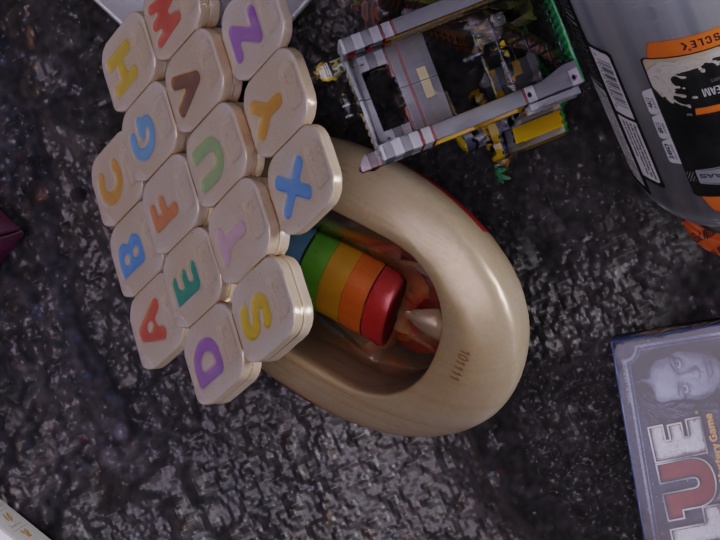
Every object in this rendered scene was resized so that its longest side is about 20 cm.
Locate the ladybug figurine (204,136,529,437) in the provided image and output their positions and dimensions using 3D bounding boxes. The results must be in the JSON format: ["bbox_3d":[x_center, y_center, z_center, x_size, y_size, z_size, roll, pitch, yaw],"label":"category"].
[{"bbox_3d":[0.000,0.000,1.029,0.199,0.072,0.137,31,121,17],"label":"ladybug figurine"}]

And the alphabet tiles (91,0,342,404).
[{"bbox_3d":[-0.077,-0.044,1.008,0.195,0.014,0.202,-40,62,48],"label":"alphabet tiles"}]

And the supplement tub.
[{"bbox_3d":[0.160,-0.105,0.936,0.122,0.123,0.201,-21,132,12],"label":"supplement tub"}]

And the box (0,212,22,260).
[{"bbox_3d":[-0.312,-0.014,1.081,0.200,0.097,0.176,40,101,4],"label":"box"}]

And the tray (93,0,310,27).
[{"bbox_3d":[-0.111,-0.187,1.071,0.200,0.022,0.108,43,100,5],"label":"tray"}]

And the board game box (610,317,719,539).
[{"bbox_3d":[0.206,0.121,1.032,0.134,0.035,0.202,-10,93,12],"label":"board game box"}]

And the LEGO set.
[{"bbox_3d":[0.020,-0.127,0.985,0.115,0.154,0.202,-21,96,-2],"label":"LEGO set"}]

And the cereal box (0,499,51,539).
[{"bbox_3d":[-0.208,0.202,1.117,0.199,0.040,0.144,38,101,6],"label":"cereal box"}]
